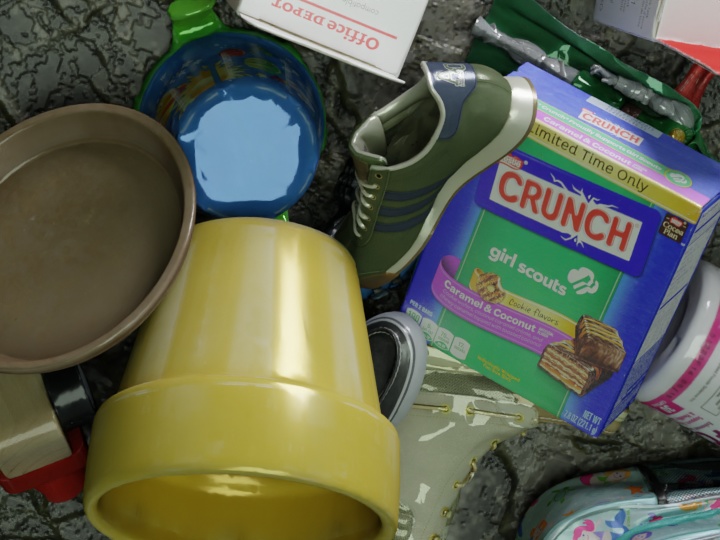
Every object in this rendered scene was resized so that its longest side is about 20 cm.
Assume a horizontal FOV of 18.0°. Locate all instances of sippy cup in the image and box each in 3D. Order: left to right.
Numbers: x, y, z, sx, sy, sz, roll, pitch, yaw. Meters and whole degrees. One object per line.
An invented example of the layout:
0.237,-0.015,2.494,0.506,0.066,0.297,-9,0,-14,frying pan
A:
-0.083,-0.091,1.549,0.178,0.130,0.140,34,96,-14,sippy cup

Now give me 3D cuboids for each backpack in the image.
0.214,0.236,1.673,0.200,0.151,0.178,-2,105,-4,backpack

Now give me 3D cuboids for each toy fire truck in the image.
-0.214,0.081,1.577,0.129,0.176,0.200,-21,148,-4,toy fire truck

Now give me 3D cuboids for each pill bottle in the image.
0.300,0.085,1.660,0.200,0.113,0.113,29,98,-14,pill bottle

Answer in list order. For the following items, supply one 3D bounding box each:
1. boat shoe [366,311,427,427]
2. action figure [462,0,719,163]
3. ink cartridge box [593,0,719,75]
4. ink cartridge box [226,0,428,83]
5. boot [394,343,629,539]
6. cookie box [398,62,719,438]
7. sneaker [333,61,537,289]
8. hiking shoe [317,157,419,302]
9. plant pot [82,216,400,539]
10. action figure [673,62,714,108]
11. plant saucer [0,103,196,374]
-0.032,0.109,1.610,0.200,0.066,0.070,-46,73,24,boat shoe
0.162,-0.111,1.589,0.200,0.055,0.118,26,111,9,action figure
0.286,-0.160,1.547,0.200,0.176,0.045,5,104,-24,ink cartridge box
-0.024,-0.184,1.499,0.117,0.200,0.067,21,99,-13,ink cartridge box
0.083,0.132,1.659,0.200,0.072,0.155,14,100,-5,boot
0.138,-0.014,1.563,0.171,0.075,0.200,29,122,15,cookie box
0.021,-0.069,1.495,0.090,0.067,0.200,16,133,-36,sneaker
0.000,0.000,1.612,0.087,0.074,0.200,30,97,-14,hiking shoe
-0.072,0.077,1.482,0.201,0.201,0.189,9,64,-11,plant pot
0.228,-0.052,1.629,0.099,0.065,0.200,37,98,18,action figure
-0.194,-0.018,1.480,0.200,0.200,0.029,-35,144,1,plant saucer
